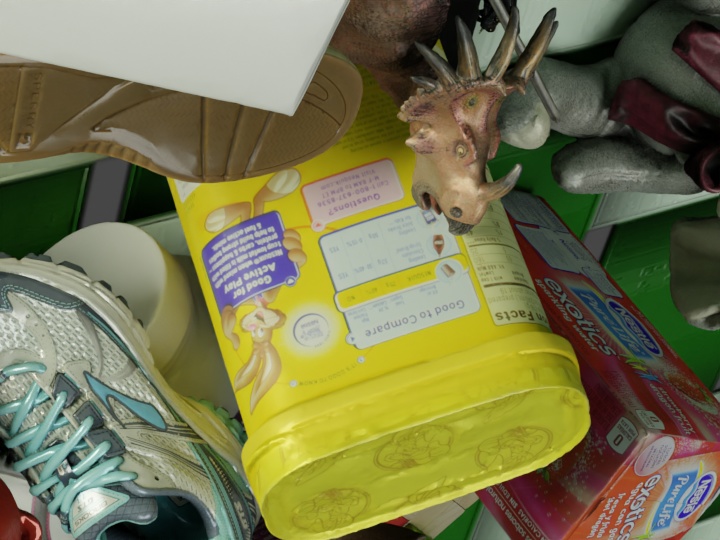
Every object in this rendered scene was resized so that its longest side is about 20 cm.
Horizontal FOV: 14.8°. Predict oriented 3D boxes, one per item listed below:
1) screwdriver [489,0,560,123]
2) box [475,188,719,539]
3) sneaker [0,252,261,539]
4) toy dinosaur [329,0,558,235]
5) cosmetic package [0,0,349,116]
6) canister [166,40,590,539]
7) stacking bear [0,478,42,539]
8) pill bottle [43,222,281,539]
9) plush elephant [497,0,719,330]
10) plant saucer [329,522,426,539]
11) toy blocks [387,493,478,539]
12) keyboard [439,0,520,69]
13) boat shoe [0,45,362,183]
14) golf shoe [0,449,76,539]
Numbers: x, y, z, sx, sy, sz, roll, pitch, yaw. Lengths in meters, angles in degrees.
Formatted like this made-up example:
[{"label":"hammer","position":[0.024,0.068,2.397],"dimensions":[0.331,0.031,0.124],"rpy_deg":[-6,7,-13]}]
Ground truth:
[{"label":"screwdriver","position":[0.053,-0.134,1.230],"dimensions":[0.028,0.029,0.200],"rpy_deg":[-22,139,11]},{"label":"box","position":[0.089,0.051,1.388],"dimensions":[0.100,0.200,0.096],"rpy_deg":[10,124,-49]},{"label":"sneaker","position":[-0.113,0.070,1.180],"dimensions":[0.078,0.086,0.200],"rpy_deg":[-35,122,27]},{"label":"toy dinosaur","position":[0.015,-0.124,1.133],"dimensions":[0.086,0.135,0.200],"rpy_deg":[-41,138,-17]},{"label":"cosmetic package","position":[-0.108,-0.135,1.005],"dimensions":[0.200,0.108,0.085],"rpy_deg":[12,122,-26]},{"label":"canister","position":[0.000,0.000,1.215],"dimensions":[0.148,0.200,0.087],"rpy_deg":[-18,152,-2]},{"label":"stacking bear","position":[-0.215,0.068,1.126],"dimensions":[0.121,0.114,0.200],"rpy_deg":[-38,117,3]},{"label":"pill bottle","position":[-0.080,0.062,1.315],"dimensions":[0.112,0.112,0.200],"rpy_deg":[-39,138,3]},{"label":"plush elephant","position":[0.188,-0.064,1.379],"dimensions":[0.165,0.155,0.200],"rpy_deg":[-44,146,11]},{"label":"plant saucer","position":[-0.057,0.174,1.276],"dimensions":[0.200,0.037,0.200],"rpy_deg":[-40,173,-6]},{"label":"toy blocks","position":[-0.025,0.117,1.478],"dimensions":[0.200,0.100,0.137],"rpy_deg":[-41,136,7]},{"label":"keyboard","position":[0.029,-0.138,1.265],"dimensions":[0.104,0.040,0.200],"rpy_deg":[2,136,-13]},{"label":"boat shoe","position":[-0.095,-0.082,1.102],"dimensions":[0.199,0.065,0.071],"rpy_deg":[2,126,-28]},{"label":"golf shoe","position":[-0.149,0.133,1.258],"dimensions":[0.200,0.077,0.088],"rpy_deg":[36,70,-44]}]
